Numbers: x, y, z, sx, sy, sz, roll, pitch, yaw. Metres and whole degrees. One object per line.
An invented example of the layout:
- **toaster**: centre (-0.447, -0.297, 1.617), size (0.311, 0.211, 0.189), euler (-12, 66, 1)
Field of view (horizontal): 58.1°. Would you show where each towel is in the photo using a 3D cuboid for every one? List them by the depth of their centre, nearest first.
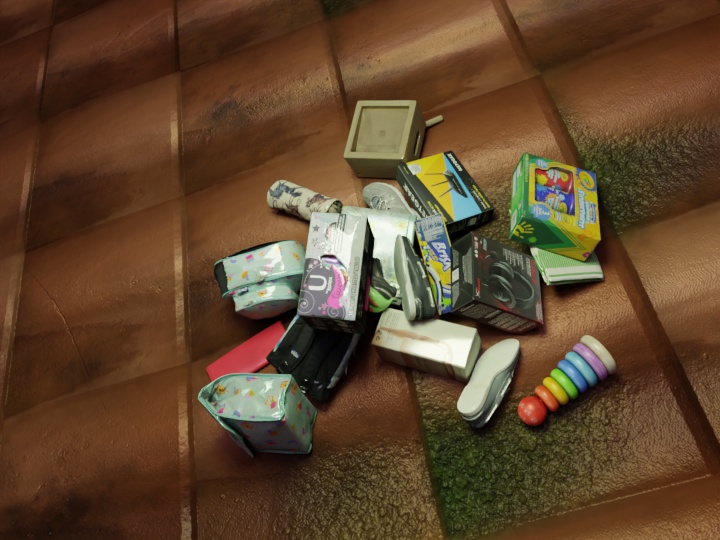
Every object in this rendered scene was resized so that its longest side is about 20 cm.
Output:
- **towel**: centre (0.410, -0.058, 1.352), size (0.150, 0.024, 0.202), euler (-4, 54, -20)
- **towel**: centre (0.028, -0.034, 1.402), size (0.169, 0.048, 0.203), euler (9, 79, 6)

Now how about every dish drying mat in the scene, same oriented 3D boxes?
- **dish drying mat**: centre (-0.247, 0.195, 1.451), size (0.199, 0.018, 0.077), euler (-32, 58, -4)

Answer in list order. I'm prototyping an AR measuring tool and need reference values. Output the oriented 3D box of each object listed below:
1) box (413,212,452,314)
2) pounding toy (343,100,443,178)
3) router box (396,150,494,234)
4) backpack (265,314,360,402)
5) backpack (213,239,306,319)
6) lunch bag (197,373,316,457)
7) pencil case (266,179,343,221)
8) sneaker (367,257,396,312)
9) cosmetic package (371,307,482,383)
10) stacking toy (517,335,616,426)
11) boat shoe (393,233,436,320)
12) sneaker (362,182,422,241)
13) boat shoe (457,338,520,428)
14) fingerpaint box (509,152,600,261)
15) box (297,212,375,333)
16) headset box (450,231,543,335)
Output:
- **box**: centre (0.167, -0.015, 1.353), size (0.063, 0.070, 0.203), euler (-15, 93, 8)
- **pounding toy**: centre (0.086, -0.330, 1.596), size (0.182, 0.142, 0.203), euler (6, 72, 23)
- **router box**: centre (0.190, -0.176, 1.480), size (0.147, 0.051, 0.201), euler (-19, 56, -17)
- **backpack**: centre (-0.076, 0.137, 1.345), size (0.162, 0.153, 0.202), euler (32, 114, 16)
- **backpack**: centre (-0.203, 0.019, 1.448), size (0.198, 0.176, 0.155), euler (-25, 73, 3)
- **lunch bag**: centre (-0.208, 0.289, 1.292), size (0.197, 0.171, 0.123), euler (-4, 52, 15)
- **pencil case**: centre (-0.136, -0.161, 1.581), size (0.198, 0.090, 0.078), euler (22, 74, 29)
- **sneaker**: centre (0.000, 0.000, 1.349), size (0.083, 0.077, 0.201), euler (-27, 68, -31)
- **cosmetic package**: centre (0.135, 0.151, 1.307), size (0.198, 0.104, 0.088), euler (11, 66, 25)
- **stacking toy**: centre (0.375, 0.213, 1.212), size (0.199, 0.086, 0.086), euler (-38, 57, -1)
- **boat shoe**: centre (0.108, 0.013, 1.315), size (0.059, 0.076, 0.202), euler (-1, 59, -10)
- **sneaker**: centre (0.067, -0.137, 1.492), size (0.081, 0.075, 0.200), euler (-16, 46, -41)
- **boat shoe**: centre (0.257, 0.218, 1.260), size (0.072, 0.062, 0.200), euler (-1, 40, 48)
- **fingerpaint box**: centre (0.402, -0.137, 1.346), size (0.165, 0.074, 0.202), euler (17, 50, -2)
- **box**: centre (-0.044, 0.006, 1.235), size (0.113, 0.132, 0.203), euler (3, 74, 9)
- **headset box**: centre (0.278, 0.031, 1.293), size (0.198, 0.077, 0.151), euler (19, 58, -24)
